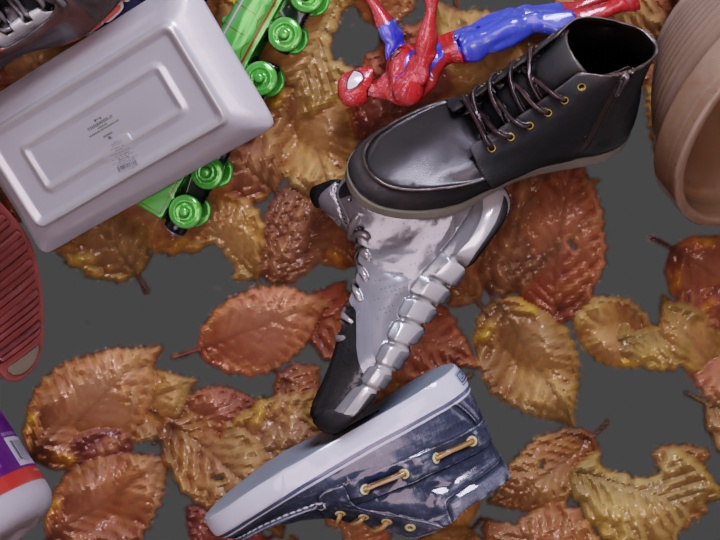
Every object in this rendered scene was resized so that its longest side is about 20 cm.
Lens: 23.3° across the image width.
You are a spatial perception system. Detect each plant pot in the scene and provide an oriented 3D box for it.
[{"bbox_3d":[0.252,-0.132,1.096,0.201,0.201,0.093,-39,59,4],"label":"plant pot"}]

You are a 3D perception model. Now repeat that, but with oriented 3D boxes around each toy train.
[{"bbox_3d":[-0.086,-0.117,1.137,0.056,0.042,0.201,30,97,4],"label":"toy train"}]

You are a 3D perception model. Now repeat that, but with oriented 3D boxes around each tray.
[{"bbox_3d":[-0.161,-0.092,1.109,0.199,0.022,0.108,-27,102,25],"label":"tray"}]

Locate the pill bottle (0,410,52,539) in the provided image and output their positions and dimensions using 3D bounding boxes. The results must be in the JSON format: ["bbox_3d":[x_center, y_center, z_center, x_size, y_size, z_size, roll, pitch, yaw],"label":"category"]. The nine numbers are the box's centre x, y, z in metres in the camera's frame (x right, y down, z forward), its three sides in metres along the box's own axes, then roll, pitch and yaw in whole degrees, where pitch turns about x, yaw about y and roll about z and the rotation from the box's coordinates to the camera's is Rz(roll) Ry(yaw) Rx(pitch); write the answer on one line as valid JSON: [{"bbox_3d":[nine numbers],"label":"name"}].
[{"bbox_3d":[-0.292,0.098,1.115,0.112,0.112,0.200,-35,82,4],"label":"pill bottle"}]

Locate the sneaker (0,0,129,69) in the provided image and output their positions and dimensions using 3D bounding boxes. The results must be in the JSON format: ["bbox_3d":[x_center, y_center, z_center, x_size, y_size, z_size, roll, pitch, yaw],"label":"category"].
[{"bbox_3d":[-0.215,-0.156,1.067,0.199,0.082,0.077,-28,105,32],"label":"sneaker"}]

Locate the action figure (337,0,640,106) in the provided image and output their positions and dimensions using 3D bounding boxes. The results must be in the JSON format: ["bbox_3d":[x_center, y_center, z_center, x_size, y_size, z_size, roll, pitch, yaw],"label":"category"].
[{"bbox_3d":[0.068,-0.173,1.120,0.199,0.065,0.099,-25,106,1],"label":"action figure"}]

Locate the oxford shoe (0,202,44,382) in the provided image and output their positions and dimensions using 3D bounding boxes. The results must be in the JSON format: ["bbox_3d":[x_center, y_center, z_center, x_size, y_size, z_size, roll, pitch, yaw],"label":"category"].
[{"bbox_3d":[-0.270,-0.018,1.144,0.074,0.070,0.201,-8,109,35],"label":"oxford shoe"}]

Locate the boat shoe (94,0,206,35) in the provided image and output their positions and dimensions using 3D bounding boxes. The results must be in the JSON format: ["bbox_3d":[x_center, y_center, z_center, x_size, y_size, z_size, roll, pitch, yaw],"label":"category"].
[{"bbox_3d":[-0.183,-0.214,1.104,0.199,0.075,0.093,32,114,4],"label":"boat shoe"}]

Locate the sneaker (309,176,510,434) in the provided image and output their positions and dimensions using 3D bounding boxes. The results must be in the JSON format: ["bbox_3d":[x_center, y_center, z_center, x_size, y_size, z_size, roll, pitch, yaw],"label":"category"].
[{"bbox_3d":[0.000,0.000,1.148,0.115,0.075,0.200,36,86,-2],"label":"sneaker"}]

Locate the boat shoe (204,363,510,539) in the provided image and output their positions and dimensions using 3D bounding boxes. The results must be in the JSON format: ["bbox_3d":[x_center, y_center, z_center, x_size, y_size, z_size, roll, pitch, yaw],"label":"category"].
[{"bbox_3d":[0.000,0.149,1.164,0.199,0.071,0.091,-29,95,1],"label":"boat shoe"}]

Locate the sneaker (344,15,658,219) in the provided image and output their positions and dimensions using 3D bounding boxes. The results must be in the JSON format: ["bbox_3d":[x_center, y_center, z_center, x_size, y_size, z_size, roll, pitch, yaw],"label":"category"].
[{"bbox_3d":[0.086,-0.102,1.089,0.199,0.106,0.075,-18,65,-16],"label":"sneaker"}]
